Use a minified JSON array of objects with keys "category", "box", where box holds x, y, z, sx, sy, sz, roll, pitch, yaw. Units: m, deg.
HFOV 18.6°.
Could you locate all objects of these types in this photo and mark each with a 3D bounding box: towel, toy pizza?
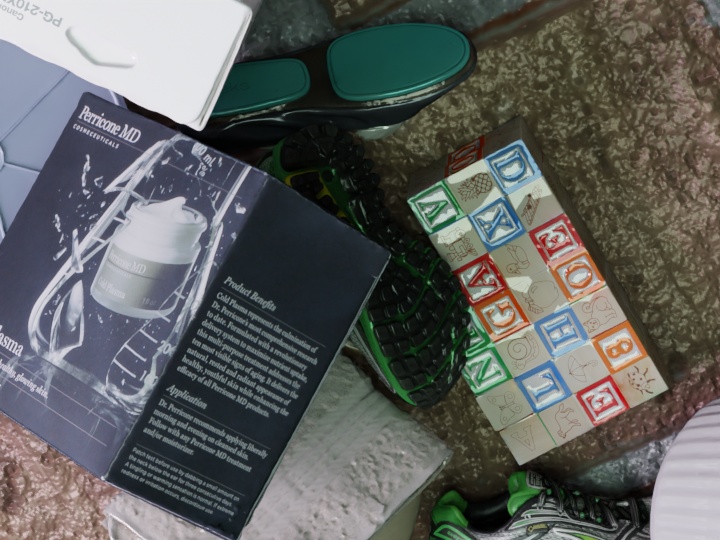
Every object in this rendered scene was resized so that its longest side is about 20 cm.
[{"category":"towel","box":[-0.053,0.136,1.379,0.132,0.034,0.200,42,66,12]},{"category":"toy pizza","box":[-0.241,-0.071,1.385,0.200,0.032,0.201,-1,92,-21]}]

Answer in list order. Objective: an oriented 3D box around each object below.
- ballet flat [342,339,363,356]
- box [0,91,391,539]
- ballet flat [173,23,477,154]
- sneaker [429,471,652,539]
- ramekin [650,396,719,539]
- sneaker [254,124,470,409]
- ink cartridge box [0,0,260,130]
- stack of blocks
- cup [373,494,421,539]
[{"category":"ballet flat","box":[-0.068,0.019,1.472,0.200,0.068,0.072,24,129,-6]},{"category":"box","box":[-0.121,0.025,1.315,0.124,0.200,0.197,34,84,-44]},{"category":"ballet flat","box":[-0.021,-0.112,1.421,0.199,0.073,0.073,-10,109,4]},{"category":"sneaker","box":[0.142,0.179,1.495,0.199,0.078,0.085,-10,108,7]},{"category":"ramekin","box":[0.280,0.167,1.433,0.105,0.200,0.201,-3,117,51]},{"category":"sneaker","box":[0.000,0.000,1.416,0.085,0.078,0.200,-19,104,57]},{"category":"ink cartridge box","box":[-0.133,-0.175,1.330,0.145,0.200,0.084,25,109,-6]},{"category":"stack of blocks","box":[0.106,0.014,1.457,0.115,0.059,0.200,-28,106,13]},{"category":"cup","box":[-0.064,0.181,1.465,0.200,0.143,0.201,3,120,5]}]
